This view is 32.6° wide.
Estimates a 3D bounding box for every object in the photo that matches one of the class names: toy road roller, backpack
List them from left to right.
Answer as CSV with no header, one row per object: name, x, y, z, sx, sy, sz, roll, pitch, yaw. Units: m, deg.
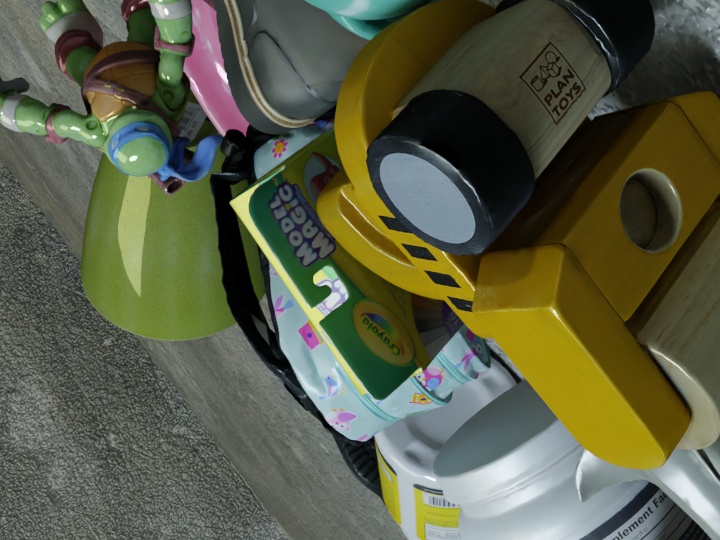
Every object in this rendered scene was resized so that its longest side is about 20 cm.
backpack,0.000,0.000,0.748,0.167,0.126,0.200,41,-153,-39
toy road roller,0.072,-0.022,0.515,0.200,0.123,0.146,49,154,-16

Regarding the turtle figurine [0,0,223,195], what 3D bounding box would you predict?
turtle figurine,-0.170,-0.149,0.746,0.199,0.144,0.194,19,-153,-22

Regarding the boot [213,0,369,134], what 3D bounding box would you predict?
boot,-0.031,-0.189,0.684,0.138,0.077,0.201,-13,100,49

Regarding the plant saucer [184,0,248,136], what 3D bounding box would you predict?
plant saucer,-0.074,-0.141,0.901,0.201,0.051,0.201,48,163,19

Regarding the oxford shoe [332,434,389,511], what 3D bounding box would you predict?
oxford shoe,0.026,0.205,1.284,0.200,0.073,0.084,55,166,-1

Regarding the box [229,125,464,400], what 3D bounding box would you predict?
box,0.019,-0.025,0.619,0.048,0.200,0.118,-28,99,39

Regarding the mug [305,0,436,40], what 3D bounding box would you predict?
mug,0.004,-0.167,0.505,0.152,0.114,0.185,23,145,61

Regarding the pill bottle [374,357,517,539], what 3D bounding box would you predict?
pill bottle,0.070,0.151,0.972,0.114,0.114,0.200,46,162,26

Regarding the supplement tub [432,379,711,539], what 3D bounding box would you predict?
supplement tub,0.147,0.166,0.733,0.200,0.140,0.140,55,164,-5

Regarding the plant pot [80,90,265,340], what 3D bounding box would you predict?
plant pot,-0.171,-0.070,1.144,0.187,0.187,0.200,45,147,29

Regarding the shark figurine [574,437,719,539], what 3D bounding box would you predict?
shark figurine,0.148,0.110,0.592,0.215,0.089,0.128,59,-152,9
